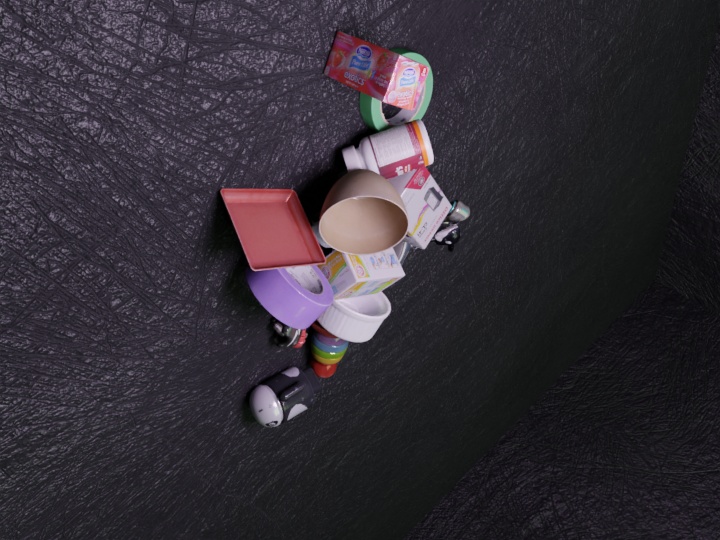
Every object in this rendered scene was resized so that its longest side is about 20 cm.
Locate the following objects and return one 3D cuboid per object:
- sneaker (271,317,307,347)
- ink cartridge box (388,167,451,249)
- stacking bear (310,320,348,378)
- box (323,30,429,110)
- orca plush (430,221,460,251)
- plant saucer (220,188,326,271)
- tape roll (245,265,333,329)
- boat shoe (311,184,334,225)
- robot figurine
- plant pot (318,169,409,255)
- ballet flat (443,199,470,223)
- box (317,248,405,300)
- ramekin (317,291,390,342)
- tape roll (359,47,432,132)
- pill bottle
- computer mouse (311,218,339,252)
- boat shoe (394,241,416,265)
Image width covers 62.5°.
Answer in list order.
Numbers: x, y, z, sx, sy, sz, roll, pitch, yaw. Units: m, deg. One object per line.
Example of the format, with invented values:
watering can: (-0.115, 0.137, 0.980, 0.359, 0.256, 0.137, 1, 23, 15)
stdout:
sneaker: (-0.176, 0.119, 1.526, 0.097, 0.071, 0.202, -12, 128, -44)
ink cartridge box: (0.133, -0.171, 1.515, 0.148, 0.085, 0.200, -56, 138, -7)
stacking bear: (-0.093, 0.215, 1.666, 0.121, 0.114, 0.202, -18, 134, -38)
box: (0.031, -0.414, 1.231, 0.102, 0.200, 0.095, 1, 118, -46)
orca plush: (0.221, -0.076, 1.619, 0.105, 0.199, 0.072, -30, 99, -29)
plant saucer: (-0.192, -0.085, 1.281, 0.198, 0.201, 0.037, -7, 153, -44)
tape roll: (-0.160, 0.031, 1.358, 0.085, 0.201, 0.199, -44, 145, 16)
boat shoe: (-0.041, -0.177, 1.443, 0.200, 0.075, 0.062, -40, 147, -10)
robot figurine: (-0.205, 0.345, 1.624, 0.199, 0.124, 0.152, -25, 131, -33)
plant pot: (0.004, -0.148, 1.340, 0.198, 0.136, 0.201, -3, 144, -2)
ballet flat: (0.240, -0.155, 1.662, 0.063, 0.200, 0.068, 27, 82, -19)
box: (0.000, 0.000, 1.505, 0.112, 0.102, 0.199, -34, 162, 36)
ramekin: (-0.028, 0.099, 1.572, 0.199, 0.200, 0.098, 0, 126, -46)
tape roll: (0.087, -0.420, 1.413, 0.199, 0.048, 0.202, -28, 136, -31)
pill bottle: (0.063, -0.272, 1.394, 0.198, 0.110, 0.110, -19, 138, 4)
computer mouse: (-0.060, -0.071, 1.457, 0.109, 0.044, 0.200, -23, 158, 17)
boat shoe: (0.129, -0.093, 1.693, 0.061, 0.075, 0.202, 3, 107, -35)
